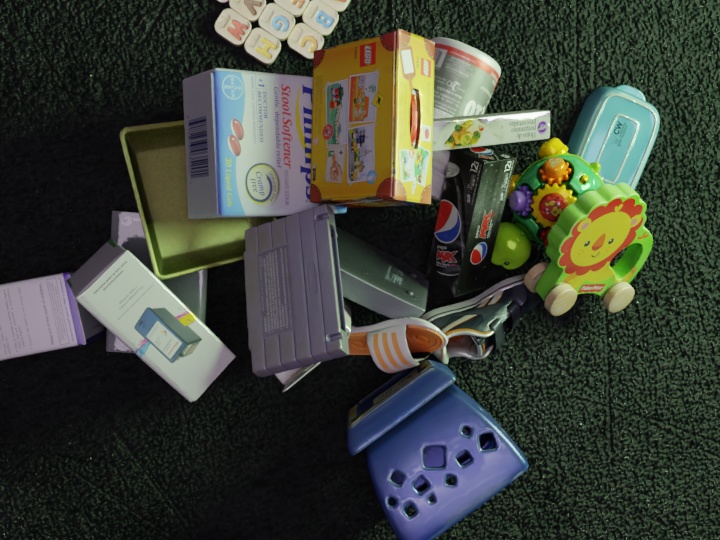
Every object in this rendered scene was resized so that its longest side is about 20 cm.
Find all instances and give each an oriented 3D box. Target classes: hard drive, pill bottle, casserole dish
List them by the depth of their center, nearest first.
[{"bbox_3d":[0.108,-0.208,1.117,0.113,0.114,0.202,23,92,-5],"label":"pill bottle"},{"bbox_3d":[0.000,0.000,1.118,0.199,0.135,0.043,27,113,-3],"label":"hard drive"},{"bbox_3d":[-0.288,0.018,1.145,0.138,0.033,0.202,3,93,-4],"label":"hard drive"},{"bbox_3d":[0.369,-0.177,1.175,0.120,0.039,0.202,22,91,-5],"label":"casserole dish"}]

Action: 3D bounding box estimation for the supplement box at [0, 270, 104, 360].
[{"bbox_3d":[-0.473,0.066,1.102,0.198,0.101,0.105,-12,94,-3],"label":"supplement box"}]

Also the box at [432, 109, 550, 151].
[{"bbox_3d":[0.161,-0.187,1.061,0.198,0.041,0.039,-10,108,-25],"label":"box"}]

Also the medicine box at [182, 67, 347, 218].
[{"bbox_3d":[-0.126,-0.164,1.069,0.198,0.103,0.184,-5,95,-36],"label":"medicine box"}]

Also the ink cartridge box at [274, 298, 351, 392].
[{"bbox_3d":[-0.075,0.079,1.075,0.117,0.200,0.067,-39,97,5],"label":"ink cartridge box"}]

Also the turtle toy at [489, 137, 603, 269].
[{"bbox_3d":[0.260,-0.081,1.131,0.146,0.101,0.200,47,114,3],"label":"turtle toy"}]

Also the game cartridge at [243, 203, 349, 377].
[{"bbox_3d":[-0.085,0.025,1.007,0.129,0.038,0.202,-18,62,22],"label":"game cartridge"}]

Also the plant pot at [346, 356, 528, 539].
[{"bbox_3d":[0.089,0.235,1.108,0.199,0.200,0.181,-35,89,0],"label":"plant pot"}]

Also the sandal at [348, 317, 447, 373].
[{"bbox_3d":[0.030,0.114,1.107,0.079,0.205,0.060,43,51,-37],"label":"sandal"}]

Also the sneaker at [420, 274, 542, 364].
[{"bbox_3d":[0.185,0.076,1.144,0.198,0.080,0.079,-22,139,-5],"label":"sneaker"}]

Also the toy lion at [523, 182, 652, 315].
[{"bbox_3d":[0.326,-0.032,1.089,0.198,0.069,0.193,0,129,-34],"label":"toy lion"}]

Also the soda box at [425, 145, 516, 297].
[{"bbox_3d":[0.150,-0.069,1.107,0.070,0.063,0.202,-13,123,-39],"label":"soda box"}]

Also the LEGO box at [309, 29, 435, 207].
[{"bbox_3d":[0.013,-0.185,1.013,0.077,0.148,0.202,1,91,-47],"label":"LEGO box"}]

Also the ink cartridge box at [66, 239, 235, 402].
[{"bbox_3d":[-0.272,0.063,1.033,0.088,0.145,0.200,-45,112,-13],"label":"ink cartridge box"}]

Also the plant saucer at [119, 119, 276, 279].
[{"bbox_3d":[-0.222,-0.103,1.098,0.199,0.048,0.202,-16,93,-36],"label":"plant saucer"}]

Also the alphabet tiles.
[{"bbox_3d":[-0.119,-0.402,1.138,0.195,0.015,0.201,32,91,-6],"label":"alphabet tiles"}]
